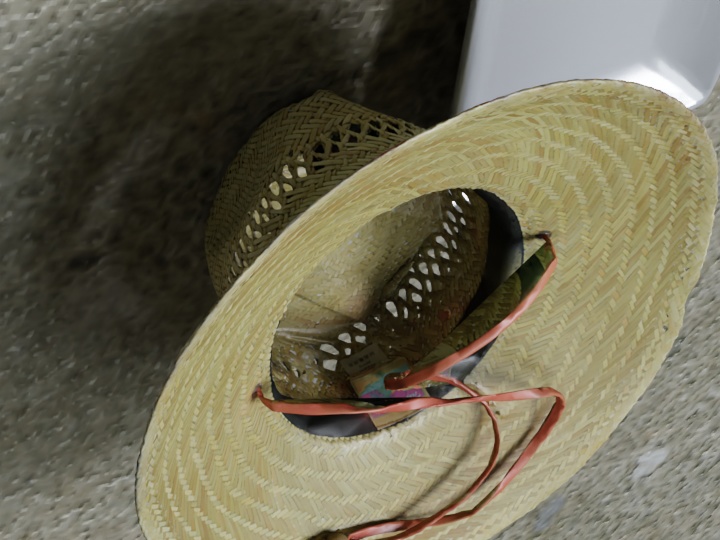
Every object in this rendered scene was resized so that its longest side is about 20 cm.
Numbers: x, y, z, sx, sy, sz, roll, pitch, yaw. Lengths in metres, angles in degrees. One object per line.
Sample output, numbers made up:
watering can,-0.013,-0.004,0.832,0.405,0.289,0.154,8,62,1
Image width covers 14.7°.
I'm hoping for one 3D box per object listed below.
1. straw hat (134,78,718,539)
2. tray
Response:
straw hat,0.000,0.000,0.780,0.201,0.085,0.201,-25,145,-19
tray,0.071,-0.102,0.778,0.107,0.022,0.200,-24,148,-25
